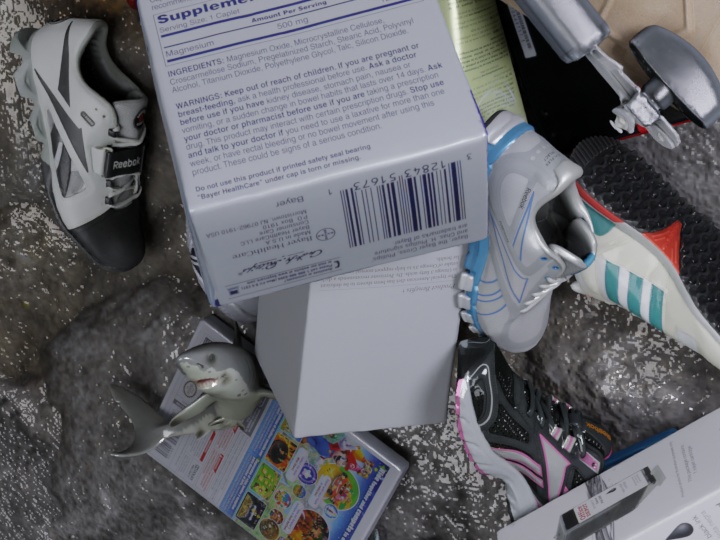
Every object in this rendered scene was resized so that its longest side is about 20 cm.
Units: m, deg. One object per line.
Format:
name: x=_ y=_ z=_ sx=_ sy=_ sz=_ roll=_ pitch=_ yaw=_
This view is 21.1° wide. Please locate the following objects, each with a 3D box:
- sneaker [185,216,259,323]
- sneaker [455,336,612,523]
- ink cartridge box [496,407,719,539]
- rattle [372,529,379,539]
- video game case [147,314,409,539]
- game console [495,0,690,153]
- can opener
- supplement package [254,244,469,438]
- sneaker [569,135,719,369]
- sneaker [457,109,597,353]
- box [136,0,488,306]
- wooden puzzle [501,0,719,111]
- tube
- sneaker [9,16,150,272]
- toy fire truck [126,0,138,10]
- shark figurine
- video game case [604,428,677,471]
sneaker: x=-0.068 y=-0.057 z=1.417 sx=0.114 sy=0.075 sz=0.201 roll=-1 pitch=107 yaw=30
sneaker: x=0.130 y=0.116 z=1.359 sx=0.086 sy=0.081 sz=0.200 roll=-17 pitch=133 yaw=18
ink cartridge box: x=0.214 y=0.204 z=1.327 sx=0.199 sy=0.083 sz=0.147 roll=-32 pitch=116 yaw=18
rattle: x=-0.007 y=0.315 z=1.508 sx=0.130 sy=0.142 sz=0.201 roll=44 pitch=135 yaw=33
video game case: x=-0.071 y=0.146 z=1.531 sx=0.200 sy=0.018 sz=0.144 roll=36 pitch=122 yaw=13
game console: x=0.170 y=-0.186 z=1.277 sx=0.176 sy=0.031 sz=0.201 roll=-12 pitch=104 yaw=36
can opener: x=0.142 y=-0.157 z=1.206 sx=0.066 sy=0.053 sz=0.200 roll=-44 pitch=94 yaw=-2
supplement package: x=0.000 y=0.000 z=1.349 sx=0.116 sy=0.117 sz=0.201 roll=-4 pitch=122 yaw=-19
sneaker: x=0.198 y=0.002 z=1.324 sx=0.200 sy=0.070 sz=0.093 roll=45 pitch=144 yaw=-2
sneaker: x=0.116 y=-0.008 z=1.282 sx=0.086 sy=0.075 sz=0.201 roll=30 pitch=148 yaw=30
box: x=-0.032 y=-0.102 z=1.209 sx=0.183 sy=0.201 sz=0.105 roll=-14 pitch=144 yaw=-4
wooden puzzle: x=0.177 y=-0.221 z=1.209 sx=0.199 sy=0.046 sz=0.186 roll=31 pitch=122 yaw=8
tube: x=0.062 y=-0.180 z=1.291 sx=0.058 sy=0.052 sz=0.201 roll=-16 pitch=102 yaw=0
sneaker: x=-0.194 y=-0.095 z=1.466 sx=0.088 sy=0.074 sz=0.201 roll=-11 pitch=106 yaw=32
toy fire truck: x=-0.081 y=-0.227 z=1.290 sx=0.199 sy=0.168 sz=0.113 roll=-27 pitch=87 yaw=32
shark figurine: x=-0.113 y=0.080 z=1.490 sx=0.214 sy=0.127 sz=0.090 roll=139 pitch=129 yaw=-59
video game case: x=0.222 y=0.227 z=1.424 sx=0.143 sy=0.018 sz=0.201 roll=-28 pitch=96 yaw=33
